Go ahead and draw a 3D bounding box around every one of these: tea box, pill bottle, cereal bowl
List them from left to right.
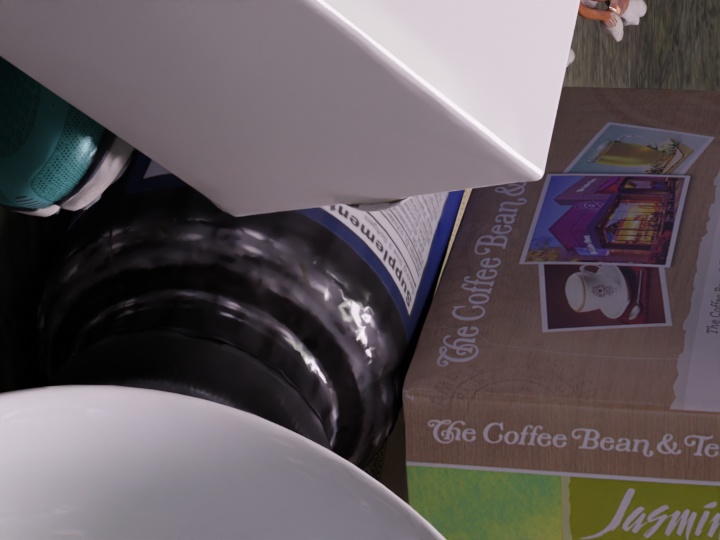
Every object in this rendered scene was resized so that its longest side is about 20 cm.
[{"bbox_3d":[-0.056,0.129,0.675,0.084,0.199,0.201,113,-5,-46],"label":"cereal bowl"},{"bbox_3d":[-0.033,-0.001,0.878,0.201,0.111,0.112,-72,158,-48],"label":"pill bottle"},{"bbox_3d":[0.096,0.071,0.934,0.200,0.133,0.198,-68,157,-57],"label":"tea box"}]

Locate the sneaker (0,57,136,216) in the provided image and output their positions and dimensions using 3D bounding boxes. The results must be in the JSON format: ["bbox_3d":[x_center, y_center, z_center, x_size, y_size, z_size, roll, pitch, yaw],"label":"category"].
[{"bbox_3d":[-0.096,-0.113,0.738,0.079,0.077,0.202,-8,95,-56],"label":"sneaker"}]

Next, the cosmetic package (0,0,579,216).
[{"bbox_3d":[-0.047,-0.093,0.661,0.200,0.107,0.085,34,61,-44],"label":"cosmetic package"}]

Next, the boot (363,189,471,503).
[{"bbox_3d":[0.000,0.000,1.049,0.155,0.072,0.202,4,76,-56],"label":"boot"}]

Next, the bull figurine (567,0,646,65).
[{"bbox_3d":[0.119,-0.207,1.547,0.122,0.065,0.201,66,30,-54],"label":"bull figurine"}]
